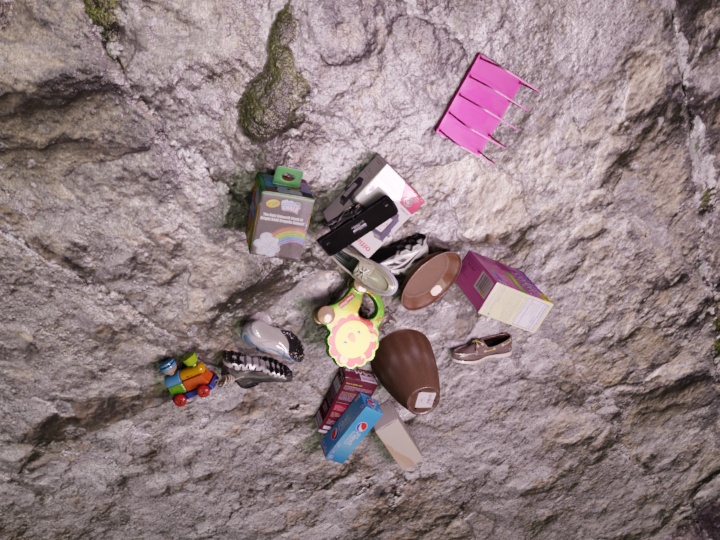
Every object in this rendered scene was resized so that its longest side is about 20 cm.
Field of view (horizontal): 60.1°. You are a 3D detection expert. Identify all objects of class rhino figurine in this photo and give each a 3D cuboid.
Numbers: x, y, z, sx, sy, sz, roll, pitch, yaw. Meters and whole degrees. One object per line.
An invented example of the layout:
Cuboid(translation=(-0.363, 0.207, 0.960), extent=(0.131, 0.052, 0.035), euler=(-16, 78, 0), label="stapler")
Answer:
Cuboid(translation=(0.002, 0.137, 1.664), extent=(0.197, 0.060, 0.088), euler=(1, 112, -14), label="rhino figurine")

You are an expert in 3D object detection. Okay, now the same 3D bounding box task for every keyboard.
Cuboid(translation=(-0.014, -0.118, 1.445), extent=(0.199, 0.040, 0.104), euler=(-33, 144, 4), label="keyboard")

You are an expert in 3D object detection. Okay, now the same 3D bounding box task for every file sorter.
Cuboid(translation=(0.296, -0.366, 1.438), extent=(0.138, 0.126, 0.201), euler=(21, 110, -26), label="file sorter")

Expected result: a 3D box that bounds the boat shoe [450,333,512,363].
Cuboid(translation=(0.354, 0.225, 1.815), extent=(0.198, 0.072, 0.060), euler=(-6, 114, -18), label="boat shoe")

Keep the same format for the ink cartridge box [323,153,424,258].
Cuboid(translation=(0.030, -0.152, 1.500), extent=(0.200, 0.085, 0.144), euler=(-45, 119, 11), label="ink cartridge box")

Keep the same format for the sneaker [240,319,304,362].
Cuboid(translation=(-0.227, 0.188, 1.629), extent=(0.072, 0.073, 0.199), euler=(-22, 137, 37), label="sneaker")

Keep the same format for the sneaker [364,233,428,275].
Cuboid(translation=(0.087, -0.016, 1.598), extent=(0.198, 0.074, 0.089), euler=(-20, 120, -5), label="sneaker")

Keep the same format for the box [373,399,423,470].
Cuboid(translation=(0.107, 0.497, 1.876), extent=(0.077, 0.095, 0.201), euler=(-29, 121, 2), label="box")

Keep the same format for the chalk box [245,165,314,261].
Cuboid(translation=(-0.182, -0.143, 1.420), extent=(0.123, 0.124, 0.202), euler=(8, 114, -19), label="chalk box")

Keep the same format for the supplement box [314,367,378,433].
Cuboid(translation=(-0.043, 0.376, 1.782), extent=(0.108, 0.061, 0.201), euler=(17, 113, -25), label="supplement box")

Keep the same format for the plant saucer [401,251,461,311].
Cuboid(translation=(0.178, 0.020, 1.634), extent=(0.199, 0.037, 0.202), euler=(-28, 145, -21), label="plant saucer")

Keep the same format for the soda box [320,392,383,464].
Cuboid(translation=(-0.027, 0.445, 1.753), extent=(0.067, 0.064, 0.201), euler=(28, 107, -30), label="soda box")

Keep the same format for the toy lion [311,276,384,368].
Cuboid(translation=(-0.016, 0.139, 1.586), extent=(0.200, 0.069, 0.192), euler=(-41, 101, -18), label="toy lion")

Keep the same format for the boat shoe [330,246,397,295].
Cuboid(translation=(0.000, 0.000, 1.525), extent=(0.199, 0.062, 0.073), euler=(33, 105, 14), label="boat shoe")

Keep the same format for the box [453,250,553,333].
Cuboid(translation=(0.379, 0.056, 1.665), extent=(0.198, 0.176, 0.097), euler=(20, 111, -25), label="box")

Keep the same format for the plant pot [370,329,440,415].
Cuboid(translation=(0.143, 0.295, 1.712), extent=(0.185, 0.200, 0.189), euler=(-7, 120, -13), label="plant pot")

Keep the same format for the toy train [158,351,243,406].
Cuboid(translation=(-0.407, 0.255, 1.583), extent=(0.198, 0.085, 0.117), euler=(-23, 109, 12), label="toy train")

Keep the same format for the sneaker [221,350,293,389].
Cuboid(translation=(-0.280, 0.276, 1.657), extent=(0.198, 0.067, 0.091), euler=(16, 115, -19), label="sneaker")
